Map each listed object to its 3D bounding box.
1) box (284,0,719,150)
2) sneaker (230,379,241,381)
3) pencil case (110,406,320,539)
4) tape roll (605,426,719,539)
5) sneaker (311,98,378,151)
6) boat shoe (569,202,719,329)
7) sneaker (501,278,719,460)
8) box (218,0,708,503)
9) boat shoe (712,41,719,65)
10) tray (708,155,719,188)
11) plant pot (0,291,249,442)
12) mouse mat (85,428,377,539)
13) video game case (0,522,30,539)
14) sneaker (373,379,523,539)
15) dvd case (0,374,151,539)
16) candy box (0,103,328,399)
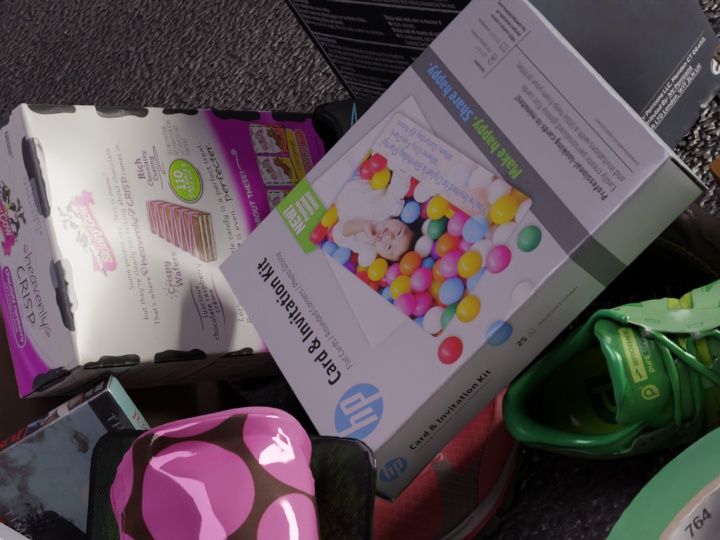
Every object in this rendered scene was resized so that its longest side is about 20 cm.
[{"bbox_3d":[0.067,-0.152,1.012,0.199,0.199,0.124,16,61,50],"label":"box"},{"bbox_3d":[-0.067,-0.034,1.100,0.081,0.088,0.201,-24,36,21],"label":"sneaker"},{"bbox_3d":[-0.057,0.157,0.737,0.093,0.091,0.202,-8,56,4],"label":"pencil case"},{"bbox_3d":[0.179,0.135,0.705,0.199,0.048,0.201,-25,36,19],"label":"tape roll"},{"bbox_3d":[0.000,0.000,0.966,0.076,0.078,0.202,118,162,-64],"label":"sneaker"},{"bbox_3d":[0.108,-0.004,0.926,0.199,0.074,0.074,6,65,59],"label":"boat shoe"},{"bbox_3d":[0.145,0.042,0.792,0.199,0.083,0.075,-29,76,37],"label":"sneaker"},{"bbox_3d":[0.040,-0.018,0.851,0.200,0.041,0.156,-46,47,12],"label":"box"},{"bbox_3d":[0.215,-0.072,0.845,0.076,0.071,0.200,-45,24,16],"label":"boat shoe"},{"bbox_3d":[0.246,-0.023,0.838,0.098,0.037,0.200,-36,34,4],"label":"tray"},{"bbox_3d":[-0.179,0.086,0.990,0.199,0.175,0.201,-24,37,19],"label":"plant pot"},{"bbox_3d":[-0.066,0.173,0.821,0.160,0.008,0.202,-2,79,32],"label":"mouse mat"},{"bbox_3d":[-0.197,0.207,0.862,0.199,0.023,0.184,24,93,24],"label":"video game case"},{"bbox_3d":[-0.001,0.112,0.868,0.200,0.087,0.074,-46,35,-11],"label":"sneaker"},{"bbox_3d":[-0.165,0.159,0.920,0.199,0.147,0.022,-29,15,12],"label":"dvd case"},{"bbox_3d":[-0.095,-0.012,0.964,0.061,0.199,0.138,-27,71,44],"label":"candy box"}]
